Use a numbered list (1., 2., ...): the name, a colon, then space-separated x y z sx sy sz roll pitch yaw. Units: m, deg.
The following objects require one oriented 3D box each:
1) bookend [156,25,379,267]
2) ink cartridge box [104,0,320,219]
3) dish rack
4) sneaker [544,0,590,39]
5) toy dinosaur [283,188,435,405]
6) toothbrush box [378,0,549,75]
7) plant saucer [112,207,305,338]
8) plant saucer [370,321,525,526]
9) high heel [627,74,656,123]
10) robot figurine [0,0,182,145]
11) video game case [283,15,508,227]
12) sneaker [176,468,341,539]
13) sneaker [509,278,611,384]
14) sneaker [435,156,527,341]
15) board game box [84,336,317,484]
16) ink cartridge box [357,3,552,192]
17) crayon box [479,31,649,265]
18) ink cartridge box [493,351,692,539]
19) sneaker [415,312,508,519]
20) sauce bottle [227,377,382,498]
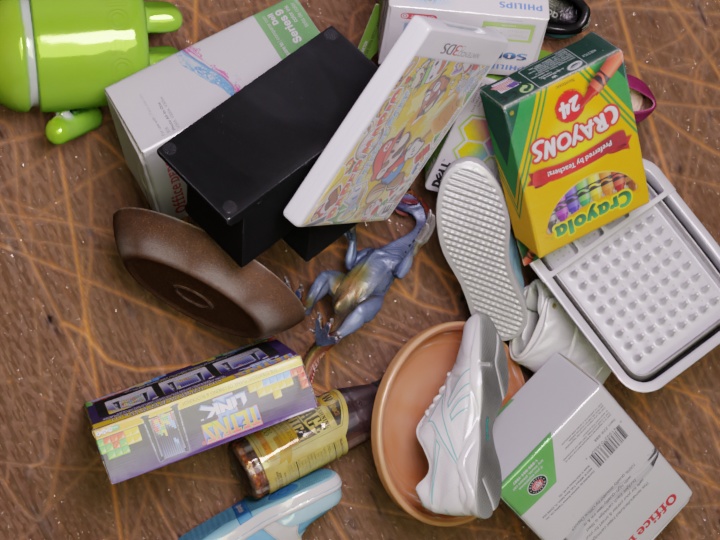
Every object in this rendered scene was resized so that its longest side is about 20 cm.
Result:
1. bookend: -0.072 -0.077 1.505 0.198 0.200 0.092 -39 70 -23
2. ink cartridge box: -0.123 -0.145 1.584 0.199 0.145 0.088 -30 67 -11
3. dish rack: 0.266 0.008 1.673 0.171 0.044 0.200 -34 79 -18
4. sneaker: 0.136 -0.283 1.672 0.199 0.080 0.072 20 91 -12
5. toy dinosaur: 0.000 0.000 1.672 0.105 0.201 0.181 38 44 21
6. toothbrush box: 0.093 -0.285 1.583 0.145 0.086 0.201 5 58 -4
7. plant saucer: -0.146 0.011 1.578 0.200 0.200 0.037 32 71 -13
8. plant saucer: 0.083 0.149 1.692 0.199 0.037 0.201 -3 95 -38
9. high heel: 0.189 -0.183 1.686 0.199 0.096 0.068 4 94 -13
10. robot figurine: -0.263 -0.206 1.576 0.199 0.116 0.177 -7 108 -11
11. video game case: 0.033 -0.123 1.458 0.023 0.182 0.200 41 109 17
12. sneaker: -0.086 0.287 1.682 0.199 0.080 0.131 -29 99 2
13. sneaker: 0.228 0.023 1.715 0.115 0.074 0.201 30 89 -29
14. sneaker: 0.113 -0.031 1.666 0.073 0.082 0.201 -11 121 4
15. board game box: -0.152 0.127 1.606 0.199 0.165 0.057 -20 99 -9
16. ink cartridge box: 0.085 -0.152 1.641 0.199 0.076 0.148 14 132 -12
17. crayon box: 0.193 -0.101 1.580 0.126 0.051 0.201 -27 126 -13
18. ink cartridge box: 0.215 0.203 1.702 0.146 0.084 0.200 -45 125 -4
19. sneaker: 0.092 0.134 1.625 0.070 0.080 0.201 39 53 -51
20. sauce bottle: -0.032 0.152 1.686 0.199 0.066 0.066 -28 101 -18
